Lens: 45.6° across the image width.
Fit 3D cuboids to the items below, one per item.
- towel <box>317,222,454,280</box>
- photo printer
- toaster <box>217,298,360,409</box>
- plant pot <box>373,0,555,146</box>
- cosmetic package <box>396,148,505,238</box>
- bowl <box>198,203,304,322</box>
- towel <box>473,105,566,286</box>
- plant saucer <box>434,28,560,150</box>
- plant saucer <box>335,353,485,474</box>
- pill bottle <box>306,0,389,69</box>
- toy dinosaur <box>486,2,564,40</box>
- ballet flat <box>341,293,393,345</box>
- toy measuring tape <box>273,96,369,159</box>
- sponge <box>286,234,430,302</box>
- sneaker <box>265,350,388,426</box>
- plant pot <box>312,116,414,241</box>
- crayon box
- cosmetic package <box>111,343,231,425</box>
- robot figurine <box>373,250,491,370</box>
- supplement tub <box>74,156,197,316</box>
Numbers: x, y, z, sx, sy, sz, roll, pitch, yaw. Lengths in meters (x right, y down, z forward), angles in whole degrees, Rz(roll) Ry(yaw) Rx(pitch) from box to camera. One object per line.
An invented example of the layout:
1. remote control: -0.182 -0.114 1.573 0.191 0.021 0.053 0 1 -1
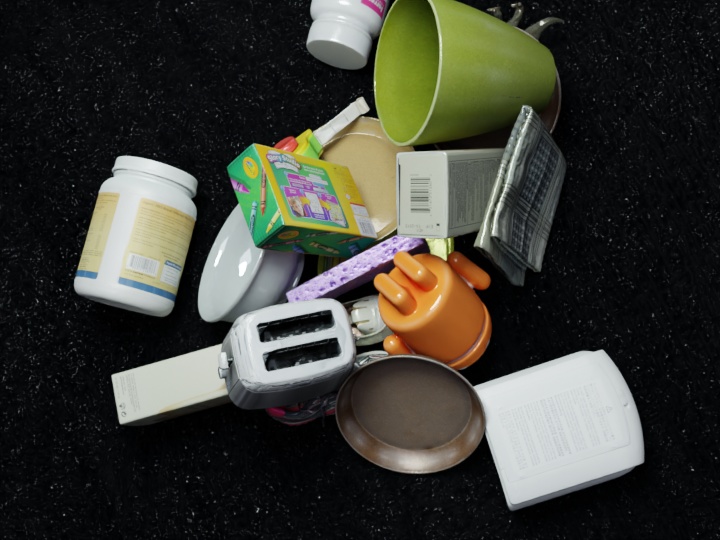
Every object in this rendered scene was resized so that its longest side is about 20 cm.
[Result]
1. towel: 0.036 -0.029 1.233 0.196 0.018 0.088 1 80 9
2. photo printer: 0.263 0.203 1.123 0.197 0.069 0.169 -19 76 4
3. toaster: -0.083 0.104 1.086 0.197 0.129 0.116 -9 75 -13
4. plant pot: 0.144 -0.249 1.097 0.197 0.187 0.190 0 76 -24
5. cosmetic package: 0.125 -0.103 1.100 0.070 0.199 0.107 4 99 32
6. bowl: -0.141 -0.007 1.197 0.090 0.200 0.204 27 82 -28
7. towel: 0.220 -0.089 1.130 0.034 0.192 0.203 16 82 29
8. plant saucer: 0.181 -0.240 1.202 0.196 0.035 0.204 -1 103 -3
9. plant saucer: 0.066 0.184 1.127 0.197 0.035 0.203 4 122 7
10. pill bottle: -0.010 -0.412 1.269 0.112 0.113 0.203 13 82 11
11. toy dinosaur: 0.195 -0.330 1.248 0.196 0.077 0.104 -10 105 -3
12. ballet flat: -0.020 0.076 1.198 0.197 0.062 0.069 -16 77 5
13. toy measuring tape: -0.063 -0.175 1.218 0.199 0.074 0.074 -37 75 -3
14. sponge: 0.000 0.000 1.167 0.198 0.112 0.030 -26 83 5
15. sneaker: -0.035 0.168 1.176 0.197 0.075 0.082 -21 76 4
16. plant pot: -0.009 -0.127 1.247 0.196 0.028 0.204 -3 72 9
17. crayon box: -0.072 -0.087 1.127 0.058 0.199 0.120 -34 67 30
18. cosmetic package: -0.232 0.158 1.196 0.197 0.105 0.072 -16 78 7
19. robot figurine: 0.101 0.056 1.127 0.115 0.200 0.146 -9 52 35
20. supplement tub: -0.317 -0.047 1.229 0.142 0.145 0.203 12 81 11
